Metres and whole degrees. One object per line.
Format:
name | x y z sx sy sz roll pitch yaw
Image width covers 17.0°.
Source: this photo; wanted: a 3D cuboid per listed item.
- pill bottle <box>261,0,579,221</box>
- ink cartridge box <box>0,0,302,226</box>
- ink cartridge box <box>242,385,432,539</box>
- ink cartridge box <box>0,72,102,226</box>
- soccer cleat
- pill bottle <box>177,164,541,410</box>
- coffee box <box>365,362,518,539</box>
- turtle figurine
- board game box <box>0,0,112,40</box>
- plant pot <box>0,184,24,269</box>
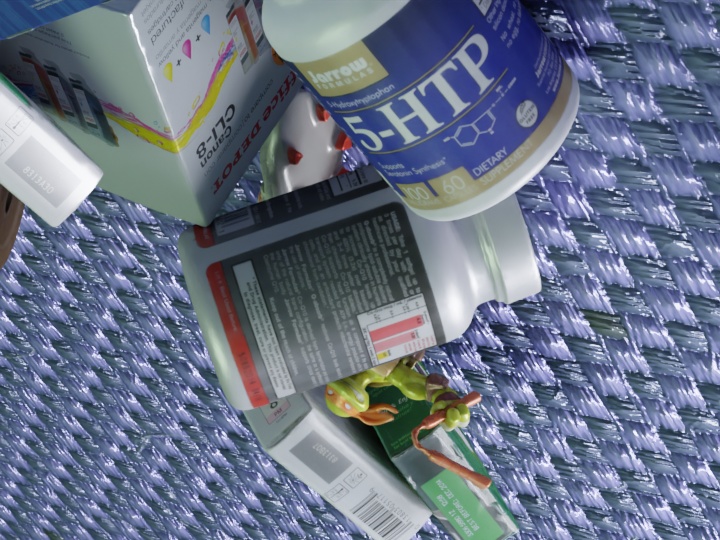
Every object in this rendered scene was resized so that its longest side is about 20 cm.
pill bottle | 0.017 -0.134 1.289 0.119 0.120 0.200 -2 137 50
ink cartridge box | -0.130 -0.154 1.391 0.144 0.146 0.201 22 153 23
ink cartridge box | -0.041 0.079 1.635 0.162 0.057 0.200 43 -173 -45
ink cartridge box | -0.244 -0.124 1.340 0.200 0.050 0.161 46 -179 43
soccer cleat | -0.041 -0.050 1.564 0.077 0.070 0.200 22 155 28
pill bottle | 0.000 0.000 1.438 0.116 0.198 0.117 162 90 -89
coffee box | 0.032 0.093 1.632 0.123 0.044 0.200 53 -176 -39
turtle figurine | 0.028 0.037 1.521 0.199 0.162 0.064 32 173 13
board game box | -0.108 -0.210 1.209 0.043 0.200 0.199 43 153 -24
plant pot | -0.337 -0.068 1.754 0.173 0.202 0.201 13 152 3
